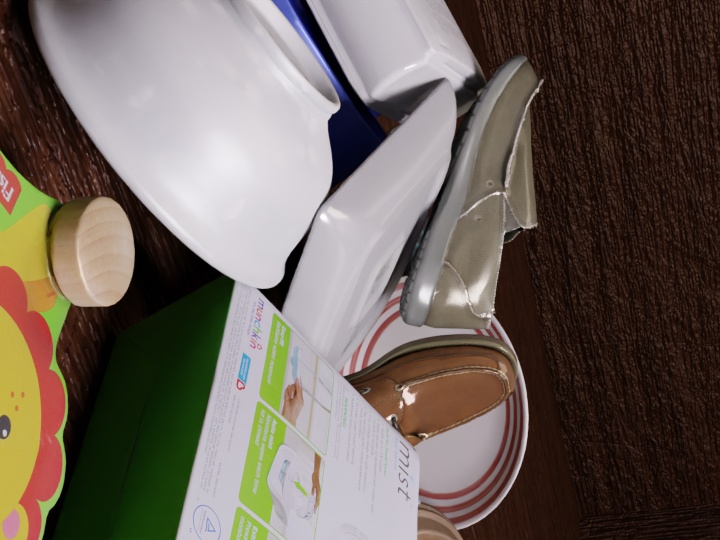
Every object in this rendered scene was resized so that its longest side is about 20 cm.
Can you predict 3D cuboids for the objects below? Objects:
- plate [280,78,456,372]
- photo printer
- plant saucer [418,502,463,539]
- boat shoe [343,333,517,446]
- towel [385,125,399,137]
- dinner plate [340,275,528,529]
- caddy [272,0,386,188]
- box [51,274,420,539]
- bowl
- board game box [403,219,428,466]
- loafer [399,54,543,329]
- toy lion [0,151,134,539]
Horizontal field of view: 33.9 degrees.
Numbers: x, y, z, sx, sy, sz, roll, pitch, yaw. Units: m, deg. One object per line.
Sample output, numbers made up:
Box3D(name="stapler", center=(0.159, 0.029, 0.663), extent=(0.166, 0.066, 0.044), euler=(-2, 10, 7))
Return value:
Box3D(name="plate", center=(0.000, 0.000, 0.750), extent=(0.200, 0.032, 0.201), euler=(-51, 167, -51))
Box3D(name="photo printer", center=(0.003, -0.202, 0.813), extent=(0.201, 0.069, 0.166), euler=(63, 17, 9))
Box3D(name="plant saucer", center=(0.021, 0.269, 0.860), extent=(0.199, 0.029, 0.202), euler=(-9, 103, -42))
Box3D(name="boat shoe", center=(0.013, 0.103, 0.795), extent=(0.068, 0.198, 0.072), euler=(-84, 151, -55))
Box3D(name="towel", center=(-0.004, -0.021, 0.920), extent=(0.149, 0.036, 0.200), euler=(-60, 175, -18))
Box3D(name="dinner plate", center=(0.055, 0.104, 0.937), extent=(0.024, 0.199, 0.203), euler=(-6, 87, -46))
Box3D(name="caddy", center=(-0.064, -0.138, 0.825), extent=(0.201, 0.104, 0.142), euler=(55, 17, -26))
Box3D(name="box", center=(-0.055, 0.137, 0.605), extent=(0.177, 0.096, 0.201), euler=(47, 31, -32))
Box3D(name="bowl", center=(-0.074, -0.097, 0.630), extent=(0.201, 0.090, 0.201), euler=(50, 13, -16))
Box3D(name="board game box", center=(0.050, 0.064, 1.036), extent=(0.135, 0.028, 0.202), euler=(125, -40, -84))
Box3D(name="loafer", center=(0.088, -0.048, 0.807), extent=(0.075, 0.069, 0.202), euler=(130, -20, -82))
Box3D(name="toy lion", center=(-0.163, 0.018, 0.440), extent=(0.201, 0.068, 0.193), euler=(67, 27, -46))
